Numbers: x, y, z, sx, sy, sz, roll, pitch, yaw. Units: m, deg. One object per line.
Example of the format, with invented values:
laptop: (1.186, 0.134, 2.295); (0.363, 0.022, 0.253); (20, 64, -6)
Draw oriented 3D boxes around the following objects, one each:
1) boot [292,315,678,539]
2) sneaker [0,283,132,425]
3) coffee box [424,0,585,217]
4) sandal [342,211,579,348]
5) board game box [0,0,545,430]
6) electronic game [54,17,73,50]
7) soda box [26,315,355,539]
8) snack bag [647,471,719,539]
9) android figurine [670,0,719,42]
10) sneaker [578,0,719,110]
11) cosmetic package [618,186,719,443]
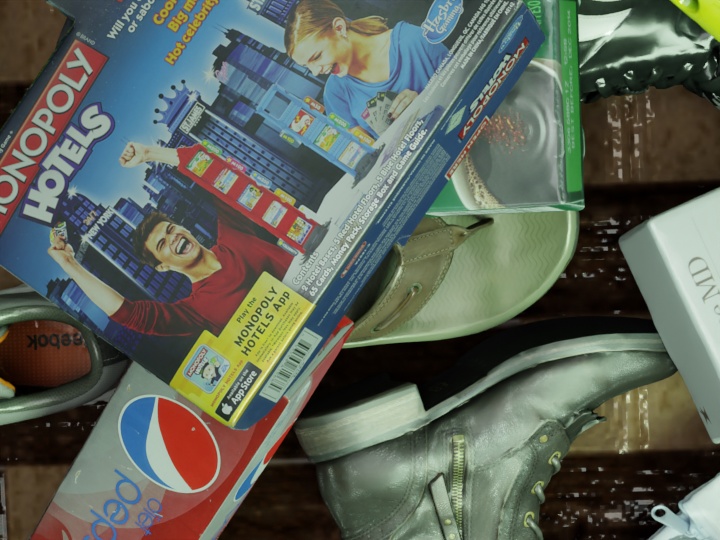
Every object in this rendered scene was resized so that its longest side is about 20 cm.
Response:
boot: (0.071, 0.120, 1.157); (0.200, 0.069, 0.174); (-17, 97, -2)
sneaker: (-0.194, 0.042, 1.182); (0.200, 0.079, 0.074); (-12, 94, 9)
coffee box: (-0.007, -0.080, 1.085); (0.200, 0.044, 0.123); (-1, 91, 19)
sandal: (-0.001, 0.001, 1.131); (0.201, 0.057, 0.080); (-13, 97, 0)
board game box: (-0.066, -0.071, 1.031); (0.200, 0.062, 0.200); (35, 90, 16)
electronic game: (-0.043, -0.071, 1.172); (0.200, 0.042, 0.200); (0, 97, -1)
soda box: (-0.080, 0.080, 1.128); (0.070, 0.063, 0.200); (37, 132, 4)
snack bag: (0.200, 0.169, 1.141); (0.200, 0.021, 0.189); (-41, 97, -4)
android figurine: (0.187, -0.161, 1.097); (0.200, 0.041, 0.182); (42, 59, -7)
sneaker: (0.124, -0.088, 1.124); (0.200, 0.073, 0.112); (-39, 89, -4)
cosmetic package: (0.225, -0.013, 1.102); (0.200, 0.071, 0.101); (-25, 86, -7)
